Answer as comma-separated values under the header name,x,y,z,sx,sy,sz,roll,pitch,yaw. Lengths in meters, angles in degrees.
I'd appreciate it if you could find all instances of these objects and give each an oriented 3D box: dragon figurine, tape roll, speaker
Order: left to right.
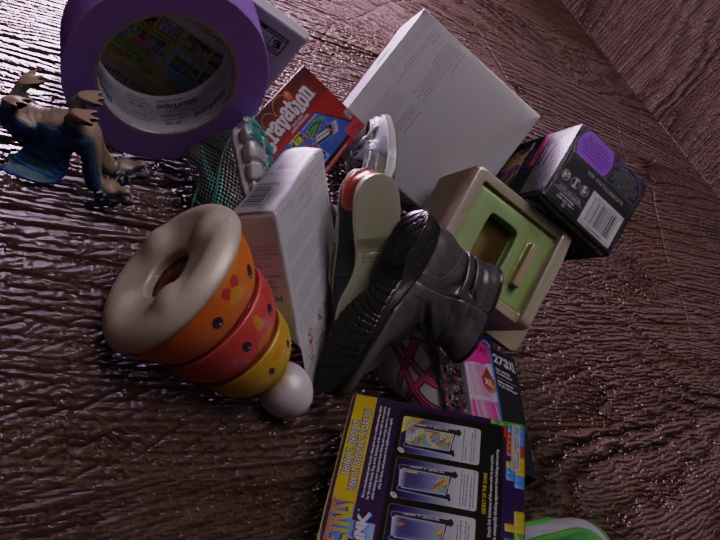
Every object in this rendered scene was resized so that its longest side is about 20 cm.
name,x,y,z,sx,sy,sz,roll,pitch,yaw
dragon figurine,-0.282,-0.115,0.844,0.197,0.100,0.059,12,39,-16
tape roll,-0.191,-0.207,0.936,0.198,0.200,0.066,21,36,-36
speaker,0.160,0.280,0.885,0.199,0.088,0.089,7,45,-49

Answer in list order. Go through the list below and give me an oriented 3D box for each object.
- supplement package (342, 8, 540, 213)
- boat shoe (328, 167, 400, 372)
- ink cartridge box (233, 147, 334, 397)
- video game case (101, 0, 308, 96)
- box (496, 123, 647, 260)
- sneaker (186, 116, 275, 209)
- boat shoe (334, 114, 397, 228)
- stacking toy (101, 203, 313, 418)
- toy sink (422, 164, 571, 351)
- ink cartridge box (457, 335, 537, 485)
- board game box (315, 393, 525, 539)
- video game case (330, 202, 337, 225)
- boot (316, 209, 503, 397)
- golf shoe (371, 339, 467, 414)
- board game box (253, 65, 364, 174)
name,x,y,z,sx,sy,sz,roll,pitch,yaw
supplement package,0.083,-0.186,1.240,0.199,0.192,0.147,39,-2,-10
boat shoe,0.000,0.000,0.949,0.070,0.203,0.062,-1,11,-26
ink cartridge box,-0.062,0.004,0.920,0.161,0.046,0.203,-65,151,-61
video game case,-0.185,-0.238,1.003,0.199,0.182,0.023,31,34,-23
box,0.234,-0.087,1.191,0.122,0.199,0.107,39,74,-16
sneaker,-0.126,-0.047,0.954,0.078,0.090,0.203,38,42,-68
boat shoe,0.002,-0.094,1.095,0.064,0.075,0.205,12,67,-5
stacking toy,-0.105,0.056,0.814,0.200,0.145,0.147,46,24,-32
toy sink,0.162,-0.007,1.124,0.199,0.112,0.131,37,73,-18
ink cartridge box,0.139,0.137,1.071,0.094,0.037,0.202,27,39,-33
board game box,0.054,0.199,0.804,0.163,0.057,0.201,9,31,5
video game case,0.053,0.018,1.147,0.179,0.026,0.202,15,40,-43
boot,0.055,0.057,0.915,0.131,0.201,0.070,37,-6,-29
golf shoe,0.052,0.097,0.999,0.072,0.091,0.203,-6,76,-70
board game box,-0.075,-0.143,1.072,0.103,0.019,0.201,42,47,-9
